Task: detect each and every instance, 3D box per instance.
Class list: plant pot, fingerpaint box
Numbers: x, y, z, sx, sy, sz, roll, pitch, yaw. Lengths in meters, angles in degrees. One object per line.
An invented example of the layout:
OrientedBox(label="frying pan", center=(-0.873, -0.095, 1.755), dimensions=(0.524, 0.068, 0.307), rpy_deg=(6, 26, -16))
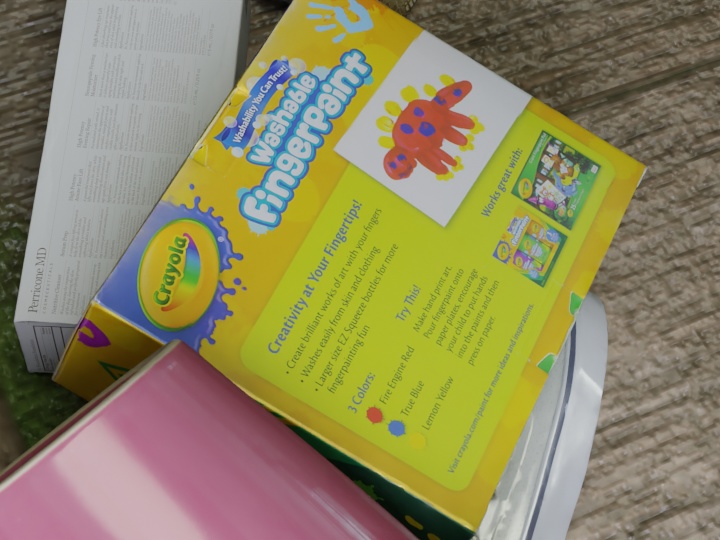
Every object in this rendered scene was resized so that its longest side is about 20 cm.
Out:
OrientedBox(label="plant pot", center=(-0.056, 0.131, 0.682), dimensions=(0.200, 0.200, 0.179), rpy_deg=(-40, 93, -32))
OrientedBox(label="fingerpaint box", center=(0.000, 0.000, 0.801), dimensions=(0.167, 0.073, 0.200), rpy_deg=(31, 54, -3))

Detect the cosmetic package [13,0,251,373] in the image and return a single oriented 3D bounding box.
OrientedBox(label="cosmetic package", center=(-0.097, -0.050, 0.878), dimensions=(0.083, 0.051, 0.200), rpy_deg=(4, 59, 0))

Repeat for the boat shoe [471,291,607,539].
OrientedBox(label="boat shoe", center=(0.052, 0.085, 0.847), dimensions=(0.070, 0.071, 0.200), rpy_deg=(22, 63, -8))

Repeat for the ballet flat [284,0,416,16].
OrientedBox(label="ballet flat", center=(-0.057, -0.187, 0.968), dimensions=(0.200, 0.065, 0.071), rpy_deg=(26, 56, -2))
